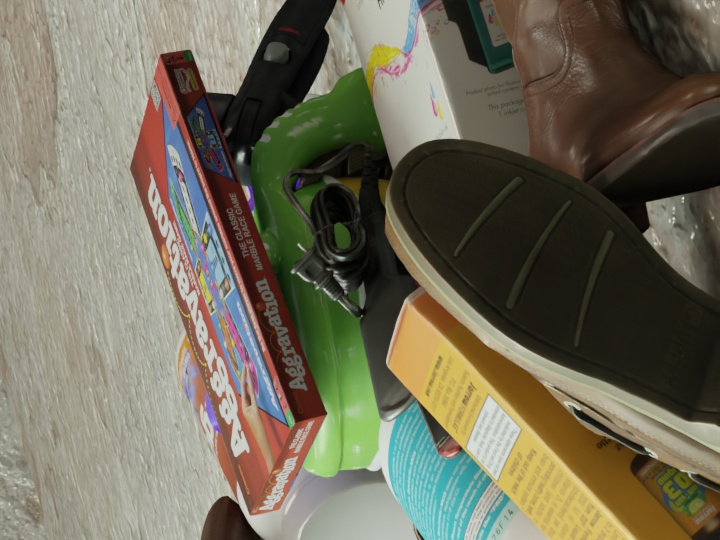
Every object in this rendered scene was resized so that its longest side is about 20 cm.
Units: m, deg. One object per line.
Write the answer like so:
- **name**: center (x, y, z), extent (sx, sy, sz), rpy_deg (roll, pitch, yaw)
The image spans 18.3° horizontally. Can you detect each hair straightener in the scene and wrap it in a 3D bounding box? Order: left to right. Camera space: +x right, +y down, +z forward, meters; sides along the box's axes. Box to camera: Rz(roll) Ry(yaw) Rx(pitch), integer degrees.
- **hair straightener**: center (0.005, -0.003, 0.998), extent (0.041, 0.077, 0.201), rpy_deg (-44, 33, 23)

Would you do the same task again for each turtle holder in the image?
- **turtle holder**: center (0.000, 0.008, 1.139), extent (0.141, 0.131, 0.187), rpy_deg (96, 162, -64)

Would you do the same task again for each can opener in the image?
- **can opener**: center (-0.046, -0.109, 1.220), extent (0.200, 0.078, 0.064), rpy_deg (-62, -4, -53)

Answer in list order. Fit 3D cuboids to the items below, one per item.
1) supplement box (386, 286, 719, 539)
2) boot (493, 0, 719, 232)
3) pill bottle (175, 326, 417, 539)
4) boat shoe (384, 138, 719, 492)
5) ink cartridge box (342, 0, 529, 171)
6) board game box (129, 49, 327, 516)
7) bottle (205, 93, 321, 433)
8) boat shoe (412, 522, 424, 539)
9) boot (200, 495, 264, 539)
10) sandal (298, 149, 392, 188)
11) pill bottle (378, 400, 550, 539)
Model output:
- **supplement box**: center (0.100, 0.077, 0.856), extent (0.200, 0.066, 0.069), rpy_deg (46, 155, 17)
- **boot**: center (0.087, -0.120, 0.868), extent (0.186, 0.064, 0.202), rpy_deg (143, 118, -68)
- **pill bottle**: center (-0.035, 0.099, 1.371), extent (0.200, 0.111, 0.113), rpy_deg (-123, 25, -49)
- **boat shoe**: center (0.090, 0.029, 0.804), extent (0.199, 0.072, 0.068), rpy_deg (34, 153, 5)
- **ink cartridge box**: center (0.042, -0.112, 1.021), extent (0.116, 0.067, 0.201), rpy_deg (127, 128, -72)
- **board game box**: center (-0.067, 0.006, 1.067), extent (0.103, 0.019, 0.201), rpy_deg (113, 140, -57)
- **bottle**: center (-0.039, -0.001, 1.293), extent (0.065, 0.083, 0.202), rpy_deg (36, -123, -61)
- **boat shoe**: center (0.084, 0.145, 1.096), extent (0.200, 0.059, 0.072), rpy_deg (-147, 47, -67)
- **boot**: center (-0.084, 0.185, 1.304), extent (0.201, 0.064, 0.188), rpy_deg (-79, -5, -55)
- **sandal**: center (0.013, -0.009, 1.227), extent (0.055, 0.081, 0.201), rpy_deg (-88, -11, -58)
- **pill bottle**: center (0.076, 0.092, 0.993), extent (0.200, 0.110, 0.112), rpy_deg (-130, 31, -56)
